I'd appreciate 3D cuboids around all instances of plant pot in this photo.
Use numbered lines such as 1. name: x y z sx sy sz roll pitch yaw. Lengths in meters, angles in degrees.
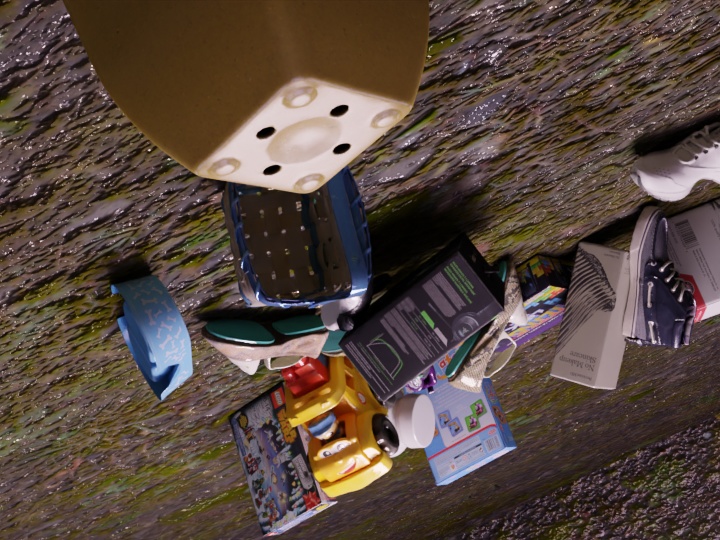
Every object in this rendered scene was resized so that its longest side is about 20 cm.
1. plant pot: -0.066 -0.169 0.827 0.195 0.201 0.194 5 148 -47

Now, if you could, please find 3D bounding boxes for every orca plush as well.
1. orca plush: 0.000 0.000 1.420 0.071 0.105 0.201 -11 132 -18

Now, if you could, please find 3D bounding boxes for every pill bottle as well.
1. pill bottle: 0.012 0.239 1.878 0.199 0.113 0.112 -5 166 28

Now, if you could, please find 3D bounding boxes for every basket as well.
1. basket: -0.056 -0.050 1.159 0.138 0.178 0.200 -10 175 -21

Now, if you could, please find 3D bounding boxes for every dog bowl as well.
1. dog bowl: -0.237 0.075 1.378 0.049 0.112 0.200 -28 161 -18

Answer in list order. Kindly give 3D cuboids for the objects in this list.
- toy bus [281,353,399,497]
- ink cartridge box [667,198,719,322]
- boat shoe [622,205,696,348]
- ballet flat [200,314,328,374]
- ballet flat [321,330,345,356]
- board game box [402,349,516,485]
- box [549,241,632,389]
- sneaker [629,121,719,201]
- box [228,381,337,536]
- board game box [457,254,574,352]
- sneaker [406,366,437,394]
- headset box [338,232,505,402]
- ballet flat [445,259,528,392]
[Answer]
1. toy bus: -0.047 0.189 1.693 0.135 0.201 0.192 -27 130 19
2. ink cartridge box: 0.527 -0.020 1.752 0.199 0.145 0.084 -21 160 3
3. boat shoe: 0.430 0.014 1.672 0.092 0.201 0.074 14 -162 39
4. ballet flat: -0.125 0.101 1.563 0.199 0.068 0.068 -1 117 -38
5. ballet flat: 0.033 0.079 1.630 0.199 0.071 0.071 -10 163 23
6. board game box: 0.152 0.223 1.920 0.151 0.201 0.036 -34 155 33
7. box: 0.341 0.065 1.717 0.082 0.201 0.068 12 -179 39
8. sneaker: 0.422 -0.147 1.491 0.199 0.075 0.087 -17 147 -25
9. box: -0.123 0.292 1.846 0.137 0.201 0.040 -35 154 32
10. board game box: 0.244 0.055 1.805 0.200 0.057 0.165 -35 153 33
11. sneaker: 0.070 0.133 1.792 0.074 0.088 0.200 -28 157 19
12. headset box: 0.086 0.049 1.476 0.200 0.093 0.174 -39 -177 11
13. ballet flat: 0.193 0.084 1.699 0.075 0.068 0.201 24 100 -10
